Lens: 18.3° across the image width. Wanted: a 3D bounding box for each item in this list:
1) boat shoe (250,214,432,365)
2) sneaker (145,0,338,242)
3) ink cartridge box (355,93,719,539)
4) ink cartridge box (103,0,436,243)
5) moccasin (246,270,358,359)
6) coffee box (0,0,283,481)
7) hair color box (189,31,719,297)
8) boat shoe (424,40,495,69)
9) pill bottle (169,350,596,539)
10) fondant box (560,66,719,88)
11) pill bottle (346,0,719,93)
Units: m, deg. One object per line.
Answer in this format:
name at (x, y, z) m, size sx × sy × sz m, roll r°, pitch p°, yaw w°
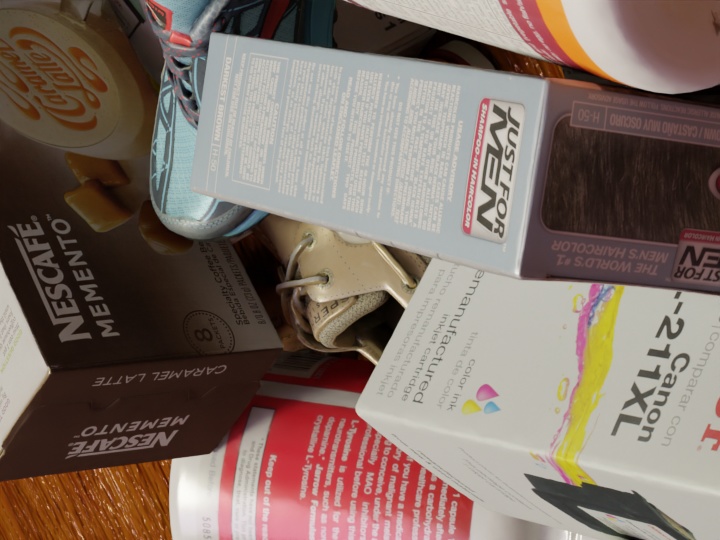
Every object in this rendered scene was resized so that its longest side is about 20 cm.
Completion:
boat shoe at (0.000, 0.000, 0.897) m, size 0.200 × 0.065 × 0.072 m, roll 39°, pitch 149°, yaw 9°
sneaker at (-0.057, -0.101, 0.831) m, size 0.079 × 0.095 × 0.200 m, roll 33°, pitch 119°, yaw 34°
ink cartridge box at (0.113, 0.018, 0.770) m, size 0.083 × 0.146 × 0.200 m, roll 37°, pitch 163°, yaw -32°
ink cartridge box at (-0.069, -0.107, 1.012) m, size 0.145 × 0.084 × 0.200 m, roll 55°, pitch 149°, yaw 7°
moccasin at (-0.074, 0.040, 1.131) m, size 0.201 × 0.078 × 0.074 m, roll -153°, pitch 69°, yaw -63°
coffee box at (-0.130, -0.021, 0.922) m, size 0.080 × 0.114 × 0.200 m, roll -53°, pitch 53°, yaw 40°
hair color box at (0.036, -0.037, 0.735) m, size 0.200 × 0.099 × 0.061 m, roll 17°, pitch 100°, yaw 56°
boat shoe at (0.031, -0.004, 0.976) m, size 0.071 × 0.063 × 0.200 m, roll 32°, pitch 142°, yaw 36°
pill bottle at (0.028, 0.098, 0.962) m, size 0.199 × 0.112 × 0.112 m, roll 6°, pitch 127°, yaw 20°
fondant box at (0.100, -0.161, 0.732) m, size 0.144 × 0.058 × 0.200 m, roll 5°, pitch 121°, yaw 55°
pill bottle at (0.037, -0.127, 0.689) m, size 0.200 × 0.109 × 0.110 m, roll 24°, pitch 135°, yaw 46°
